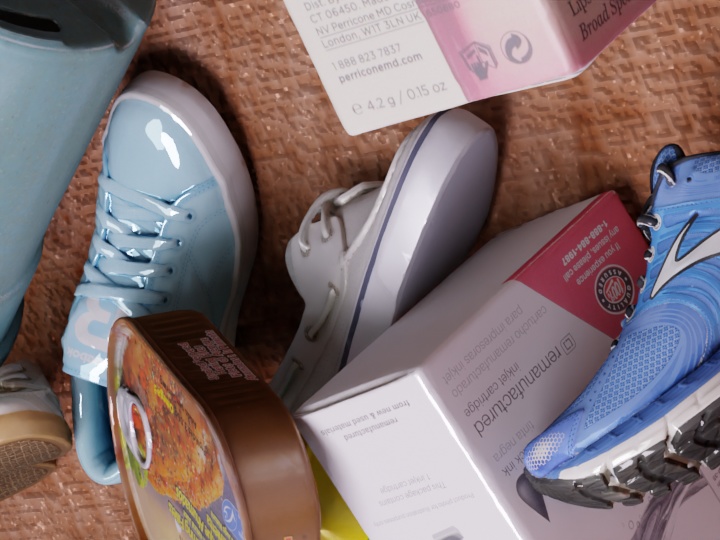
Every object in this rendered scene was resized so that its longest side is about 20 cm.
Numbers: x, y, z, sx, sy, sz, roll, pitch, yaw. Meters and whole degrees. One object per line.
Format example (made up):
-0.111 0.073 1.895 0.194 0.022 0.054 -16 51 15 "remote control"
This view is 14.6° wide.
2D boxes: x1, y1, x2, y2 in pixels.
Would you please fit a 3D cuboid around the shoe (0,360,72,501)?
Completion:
-0.174 0.074 1.300 0.200 0.070 0.053 128 120 -78 "shoe"

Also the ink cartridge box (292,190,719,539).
0.089 0.093 1.116 0.083 0.146 0.200 -22 104 48 "ink cartridge box"

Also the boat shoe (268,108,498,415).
0.000 0.000 1.178 0.070 0.071 0.200 33 140 14 "boat shoe"

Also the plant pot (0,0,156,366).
-0.194 -0.078 1.192 0.200 0.200 0.196 41 125 7 "plant pot"

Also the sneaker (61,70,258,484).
-0.094 0.012 1.239 0.074 0.082 0.200 16 127 22 "sneaker"

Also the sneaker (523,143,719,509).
0.130 0.005 1.042 0.089 0.200 0.079 44 179 21 "sneaker"

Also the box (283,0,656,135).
0.025 -0.170 1.009 0.109 0.128 0.200 -13 110 39 "box"

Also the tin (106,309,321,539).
-0.060 0.087 1.142 0.200 0.042 0.112 -137 44 -61 "tin"

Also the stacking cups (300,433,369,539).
0.053 0.137 1.193 0.200 0.061 0.061 28 133 -6 "stacking cups"
